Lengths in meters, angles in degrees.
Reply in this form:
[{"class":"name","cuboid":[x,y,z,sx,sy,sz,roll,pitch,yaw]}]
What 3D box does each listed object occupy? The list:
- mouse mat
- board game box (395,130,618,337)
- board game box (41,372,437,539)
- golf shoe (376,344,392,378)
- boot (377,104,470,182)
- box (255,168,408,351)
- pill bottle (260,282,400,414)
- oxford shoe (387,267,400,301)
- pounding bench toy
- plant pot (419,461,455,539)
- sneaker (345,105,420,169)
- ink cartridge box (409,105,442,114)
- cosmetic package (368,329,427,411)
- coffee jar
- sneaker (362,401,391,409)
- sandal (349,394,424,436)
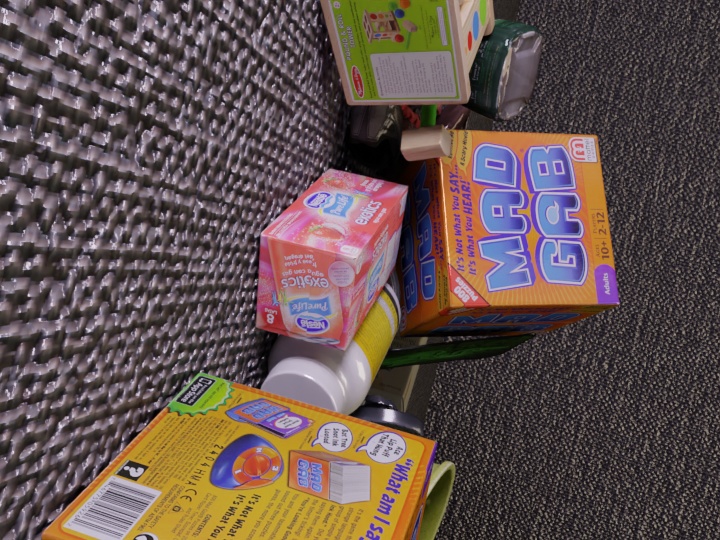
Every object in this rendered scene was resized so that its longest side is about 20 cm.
[{"class":"mouse mat","cuboid":[0.111,0.107,1.012,0.161,0.198,0.008,116,-32,-73]},{"class":"board game box","cuboid":[0.161,-0.035,0.950,0.200,0.198,0.202,134,-46,-71]},{"class":"board game box","cuboid":[-0.075,0.227,0.552,0.200,0.198,0.201,-51,152,-63]},{"class":"golf shoe","cuboid":[-0.004,0.056,1.074,0.088,0.077,0.201,-126,-158,-54]},{"class":"boot","cuboid":[0.099,-0.178,1.141,0.167,0.072,0.200,-53,-172,12]},{"class":"box","cuboid":[-0.024,-0.018,0.791,0.200,0.094,0.103,-56,157,-60]},{"class":"pill bottle","cuboid":[-0.032,0.086,0.832,0.200,0.110,0.112,-59,159,-58]},{"class":"oxford shoe","cuboid":[0.000,0.000,0.960,0.072,0.084,0.202,-15,-105,56]},{"class":"pounding bench toy","cuboid":[0.061,-0.231,0.787,0.157,0.123,0.201,-66,151,-41]},{"class":"plant pot","cuboid":[-0.019,0.266,0.868,0.201,0.183,0.201,-51,154,-37]},{"class":"sneaker","cuboid":[0.027,-0.163,0.937,0.200,0.070,0.099,25,78,-76]},{"class":"ink cartridge box","cuboid":[0.103,-0.339,1.118,0.116,0.067,0.202,23,82,-79]},{"class":"cosmetic package","cuboid":[0.051,0.130,1.307,0.071,0.104,0.201,86,19,-52]},{"class":"coffee jar","cuboid":[0.102,-0.251,0.901,0.085,0.199,0.105,-26,135,-41]},{"class":"sneaker","cuboid":[0.017,0.291,1.130,0.070,0.108,0.202,9,94,-78]},{"class":"sandal","cuboid":[-0.011,0.157,0.882,0.076,0.199,0.043,36,64,-36]}]
